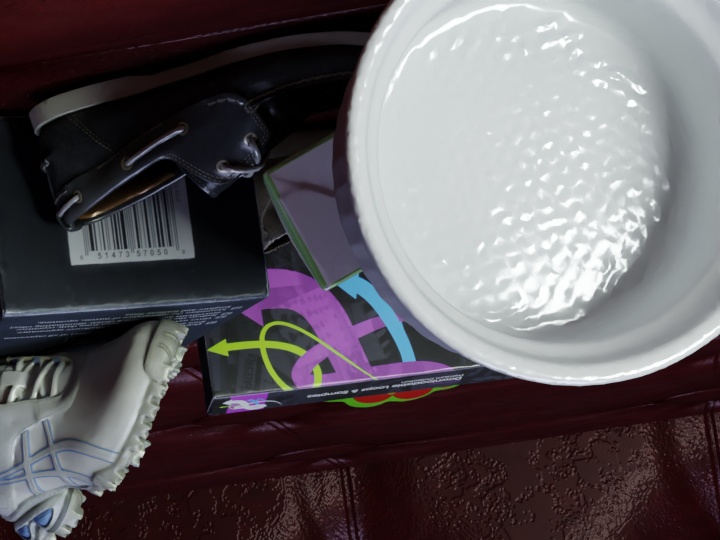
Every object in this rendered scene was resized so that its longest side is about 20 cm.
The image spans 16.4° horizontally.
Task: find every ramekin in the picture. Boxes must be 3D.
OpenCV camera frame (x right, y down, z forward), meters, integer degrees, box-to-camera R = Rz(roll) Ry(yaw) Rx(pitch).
[{"bbox_3d":[0.081,-0.049,1.097,0.199,0.202,0.098,-6,178,-13],"label":"ramekin"}]

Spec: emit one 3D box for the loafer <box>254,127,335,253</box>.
[{"bbox_3d":[0.018,-0.047,1.410,0.199,0.068,0.076,-7,170,-6],"label":"loafer"}]

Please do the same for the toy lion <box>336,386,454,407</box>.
[{"bbox_3d":[-0.004,0.030,1.559,0.199,0.069,0.192,-4,150,-11],"label":"toy lion"}]

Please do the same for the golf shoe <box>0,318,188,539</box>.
[{"bbox_3d":[-0.166,0.077,1.335,0.097,0.079,0.200,31,136,-14],"label":"golf shoe"}]

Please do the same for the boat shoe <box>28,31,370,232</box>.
[{"bbox_3d":[-0.065,-0.070,1.223,0.199,0.068,0.072,-15,167,18],"label":"boat shoe"}]

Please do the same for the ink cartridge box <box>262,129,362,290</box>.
[{"bbox_3d":[0.014,-0.046,1.266,0.117,0.068,0.200,-30,-179,-2],"label":"ink cartridge box"}]

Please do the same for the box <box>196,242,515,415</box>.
[{"bbox_3d":[0.000,0.000,1.444,0.199,0.144,0.036,-6,162,-13],"label":"box"}]

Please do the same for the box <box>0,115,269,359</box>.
[{"bbox_3d":[-0.156,-0.011,1.364,0.148,0.108,0.200,-4,169,-24],"label":"box"}]
